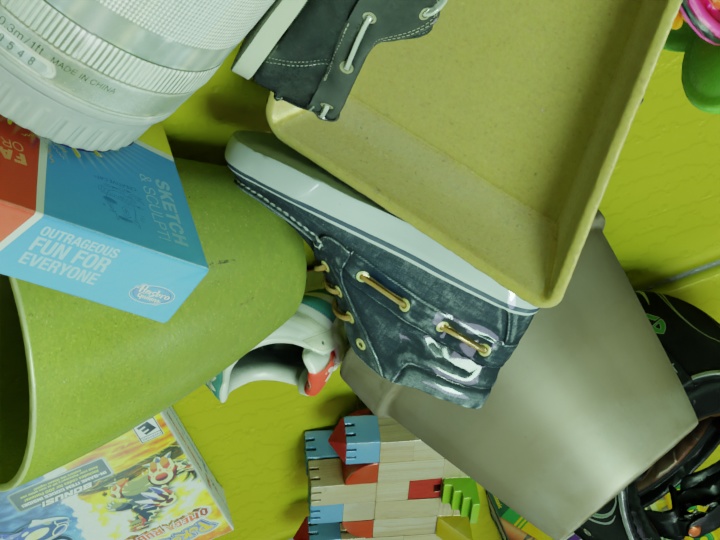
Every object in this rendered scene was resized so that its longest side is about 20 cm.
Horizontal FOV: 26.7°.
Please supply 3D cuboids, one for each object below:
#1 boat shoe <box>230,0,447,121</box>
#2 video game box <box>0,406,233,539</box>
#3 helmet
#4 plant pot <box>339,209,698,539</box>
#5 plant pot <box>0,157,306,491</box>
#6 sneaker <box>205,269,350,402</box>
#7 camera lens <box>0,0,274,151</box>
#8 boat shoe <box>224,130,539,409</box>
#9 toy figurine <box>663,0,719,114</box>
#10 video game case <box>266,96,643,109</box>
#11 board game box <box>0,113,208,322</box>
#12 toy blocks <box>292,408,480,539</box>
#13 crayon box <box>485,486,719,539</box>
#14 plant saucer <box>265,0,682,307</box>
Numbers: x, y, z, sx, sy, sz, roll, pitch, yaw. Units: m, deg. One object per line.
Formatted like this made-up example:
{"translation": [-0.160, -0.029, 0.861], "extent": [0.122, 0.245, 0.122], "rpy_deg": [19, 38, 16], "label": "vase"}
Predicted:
{"translation": [0.016, -0.145, 0.710], "extent": [0.067, 0.072, 0.200], "rpy_deg": [36, 132, -12], "label": "boat shoe"}
{"translation": [-0.212, 0.168, 1.097], "extent": [0.198, 0.047, 0.183], "rpy_deg": [-22, 142, -1], "label": "video game box"}
{"translation": [0.207, 0.113, 1.123], "extent": [0.198, 0.191, 0.202], "rpy_deg": [-7, 109, -19], "label": "helmet"}
{"translation": [0.114, 0.068, 0.965], "extent": [0.199, 0.174, 0.200], "rpy_deg": [-38, 168, -10], "label": "plant pot"}
{"translation": [-0.136, 0.008, 0.872], "extent": [0.199, 0.188, 0.188], "rpy_deg": [-14, 142, -33], "label": "plant pot"}
{"translation": [-0.019, 0.041, 1.010], "extent": [0.198, 0.094, 0.071], "rpy_deg": [-10, 139, -15], "label": "sneaker"}
{"translation": [-0.099, -0.174, 0.685], "extent": [0.159, 0.161, 0.200], "rpy_deg": [22, 122, -40], "label": "camera lens"}
{"translation": [0.000, 0.000, 0.853], "extent": [0.091, 0.199, 0.071], "rpy_deg": [-65, 171, 18], "label": "boat shoe"}
{"translation": [0.135, -0.202, 0.770], "extent": [0.183, 0.201, 0.150], "rpy_deg": [28, 141, -28], "label": "toy figurine"}
{"translation": [0.061, -0.101, 0.898], "extent": [0.143, 0.019, 0.199], "rpy_deg": [-41, 136, 20], "label": "video game case"}
{"translation": [-0.164, -0.077, 0.730], "extent": [0.152, 0.201, 0.040], "rpy_deg": [19, 125, -40], "label": "board game box"}
{"translation": [0.016, 0.157, 1.167], "extent": [0.135, 0.101, 0.201], "rpy_deg": [-3, 138, -6], "label": "toy blocks"}
{"translation": [0.219, 0.243, 1.258], "extent": [0.171, 0.201, 0.059], "rpy_deg": [-20, 140, -4], "label": "crayon box"}
{"translation": [0.057, -0.113, 0.764], "extent": [0.048, 0.199, 0.201], "rpy_deg": [-32, 149, -46], "label": "plant saucer"}
